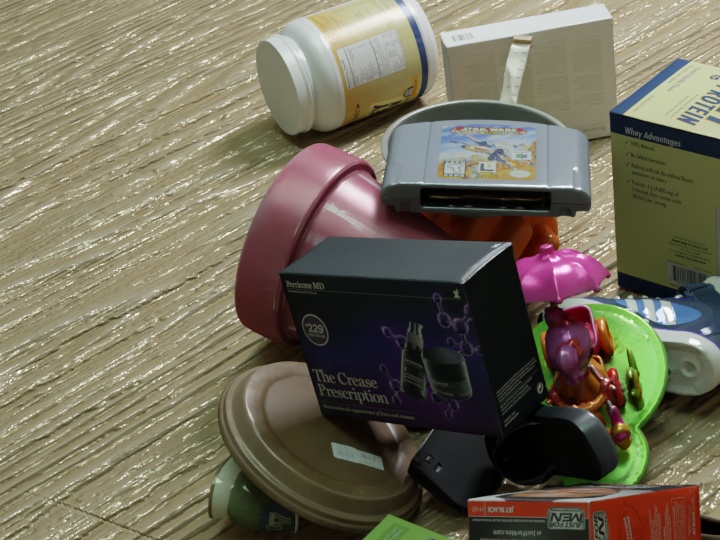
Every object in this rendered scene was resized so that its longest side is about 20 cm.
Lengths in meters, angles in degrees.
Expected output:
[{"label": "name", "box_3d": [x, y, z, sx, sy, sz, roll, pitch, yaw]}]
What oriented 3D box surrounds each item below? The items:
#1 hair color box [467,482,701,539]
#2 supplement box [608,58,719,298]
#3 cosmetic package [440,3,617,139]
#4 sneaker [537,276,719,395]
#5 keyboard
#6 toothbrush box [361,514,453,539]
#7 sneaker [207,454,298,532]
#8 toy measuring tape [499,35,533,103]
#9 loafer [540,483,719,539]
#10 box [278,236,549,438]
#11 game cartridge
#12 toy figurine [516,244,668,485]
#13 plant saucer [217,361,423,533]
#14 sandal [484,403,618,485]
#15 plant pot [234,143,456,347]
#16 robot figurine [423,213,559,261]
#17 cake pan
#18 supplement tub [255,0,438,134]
[{"label": "hair color box", "box_3d": [0.170, 0.193, 1.225, 0.100, 0.062, 0.199, -4, -4, 32]}, {"label": "supplement box", "box_3d": [0.364, -0.075, 1.624, 0.199, 0.202, 0.134, 18, 40, 36]}, {"label": "cosmetic package", "box_3d": [0.200, -0.219, 1.944, 0.197, 0.152, 0.052, -10, 29, -3]}, {"label": "sneaker", "box_3d": [0.286, 0.052, 1.570, 0.198, 0.082, 0.146, 13, 29, 36]}, {"label": "keyboard", "box_3d": [0.093, 0.125, 1.490, 0.127, 0.021, 0.200, 42, 43, 0]}, {"label": "toothbrush box", "box_3d": [0.062, 0.285, 1.235, 0.198, 0.087, 0.145, 15, 37, 34]}, {"label": "sneaker", "box_3d": [-0.055, 0.166, 1.483, 0.089, 0.068, 0.200, 15, 37, 18]}, {"label": "toy measuring tape", "box_3d": [0.172, -0.163, 1.879, 0.073, 0.074, 0.202, 7, 76, 24]}, {"label": "loafer", "box_3d": [0.229, 0.203, 1.345, 0.198, 0.064, 0.072, 16, 39, 34]}, {"label": "box", "box_3d": [0.043, 0.052, 1.372, 0.198, 0.143, 0.079, 2, 25, 41]}, {"label": "game cartridge", "box_3d": [0.122, -0.100, 1.593, 0.197, 0.042, 0.134, 2, 37, 5]}, {"label": "toy figurine", "box_3d": [0.176, 0.069, 1.401, 0.148, 0.185, 0.202, -15, 54, 13]}, {"label": "plant saucer", "box_3d": [-0.029, 0.146, 1.437, 0.198, 0.030, 0.201, 23, 29, -14]}, {"label": "sandal", "box_3d": [0.143, 0.145, 1.365, 0.043, 0.077, 0.200, -30, 0, -20]}, {"label": "plant pot", "box_3d": [0.000, 0.000, 1.625, 0.178, 0.202, 0.200, 24, 42, 20]}, {"label": "robot figurine", "box_3d": [0.131, -0.057, 1.733, 0.142, 0.118, 0.200, -17, 33, -15]}, {"label": "cake pan", "box_3d": [0.119, -0.113, 1.678, 0.197, 0.037, 0.201, -1, 33, 1]}, {"label": "supplement tub", "box_3d": [-0.018, -0.259, 2.068, 0.198, 0.146, 0.144, -22, 34, -20]}]
